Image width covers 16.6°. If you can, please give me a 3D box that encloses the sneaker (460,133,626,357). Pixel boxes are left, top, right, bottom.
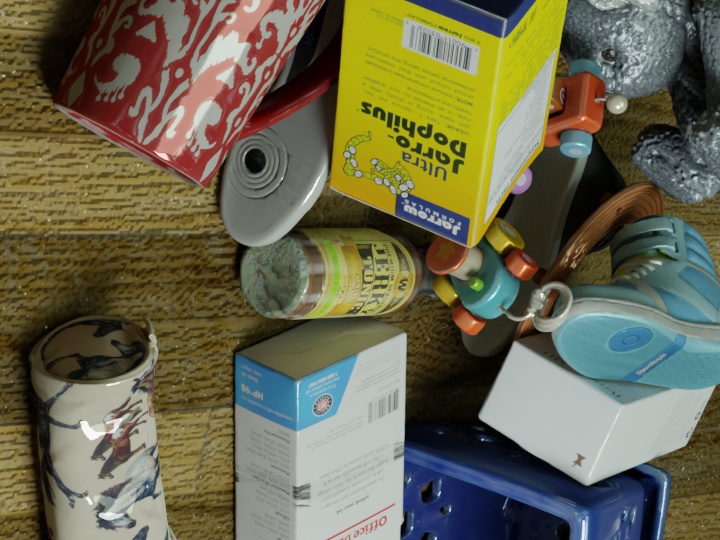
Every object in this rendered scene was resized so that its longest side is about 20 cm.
[{"bbox_3d":[0.149,-0.014,1.901,0.099,0.071,0.200,33,78,-48],"label":"sneaker"}]

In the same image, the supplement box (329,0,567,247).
[{"bbox_3d":[0.057,-0.133,1.554,0.109,0.109,0.200,-54,160,-39],"label":"supplement box"}]

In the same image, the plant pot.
[{"bbox_3d":[0.123,0.220,1.885,0.180,0.200,0.200,-16,119,-52],"label":"plant pot"}]

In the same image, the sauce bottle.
[{"bbox_3d":[0.000,0.000,1.734,0.200,0.065,0.065,-4,110,-52],"label":"sauce bottle"}]

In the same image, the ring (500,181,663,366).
[{"bbox_3d":[0.167,0.017,1.882,0.200,0.019,0.200,-43,154,-27],"label":"ring"}]

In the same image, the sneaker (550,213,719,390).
[{"bbox_3d":[0.196,0.011,1.798,0.200,0.080,0.131,17,49,-46],"label":"sneaker"}]

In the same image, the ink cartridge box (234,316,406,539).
[{"bbox_3d":[-0.029,0.141,1.762,0.116,0.067,0.200,-23,123,-44],"label":"ink cartridge box"}]

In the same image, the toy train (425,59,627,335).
[{"bbox_3d":[0.106,-0.055,1.724,0.056,0.150,0.200,27,65,-36],"label":"toy train"}]

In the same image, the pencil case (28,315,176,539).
[{"bbox_3d":[-0.162,0.127,1.584,0.089,0.078,0.200,-15,120,-23],"label":"pencil case"}]

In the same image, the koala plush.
[{"bbox_3d":[0.220,-0.170,1.792,0.200,0.177,0.184,26,83,-9],"label":"koala plush"}]

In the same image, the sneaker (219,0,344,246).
[{"bbox_3d":[-0.018,-0.106,1.657,0.112,0.073,0.200,1,115,-63],"label":"sneaker"}]

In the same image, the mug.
[{"bbox_3d":[-0.075,-0.151,1.503,0.177,0.133,0.200,30,86,-16],"label":"mug"}]

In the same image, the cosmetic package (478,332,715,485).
[{"bbox_3d":[0.184,0.094,1.865,0.200,0.101,0.071,-12,129,-61],"label":"cosmetic package"}]
